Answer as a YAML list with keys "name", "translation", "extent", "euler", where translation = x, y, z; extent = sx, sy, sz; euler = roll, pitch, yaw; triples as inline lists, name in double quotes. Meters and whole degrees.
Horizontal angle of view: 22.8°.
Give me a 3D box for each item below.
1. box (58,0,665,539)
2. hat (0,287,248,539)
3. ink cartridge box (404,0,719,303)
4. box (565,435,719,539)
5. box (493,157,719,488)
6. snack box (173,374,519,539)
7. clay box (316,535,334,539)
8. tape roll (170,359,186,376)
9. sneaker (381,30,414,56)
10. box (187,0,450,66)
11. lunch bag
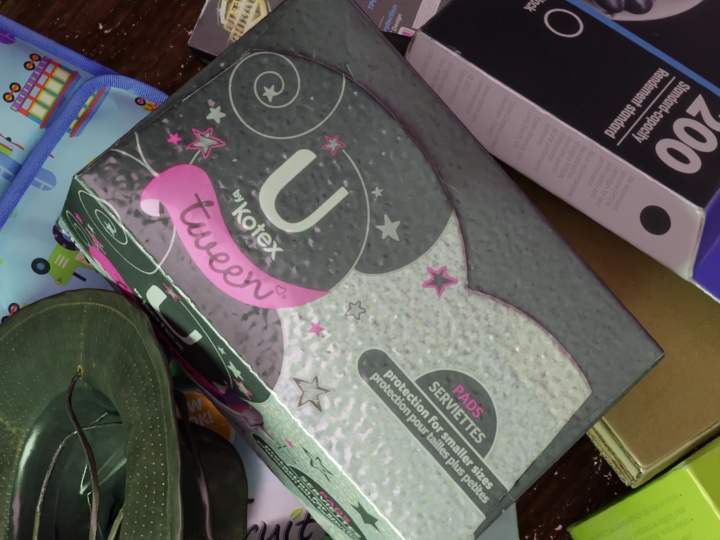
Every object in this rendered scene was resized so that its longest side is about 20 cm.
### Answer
- name: "box"
  translation: [-0.005, 0.007, 0.704]
  extent: [0.132, 0.115, 0.200]
  euler: [-42, 92, -15]
- name: "hat"
  translation: [-0.096, 0.100, 0.729]
  extent: [0.081, 0.201, 0.201]
  euler: [8, 81, -36]
- name: "ink cartridge box"
  translation: [0.148, -0.088, 0.805]
  extent: [0.200, 0.043, 0.198]
  euler: [35, 49, 9]
- name: "box"
  translation: [0.186, 0.180, 0.813]
  extent: [0.048, 0.122, 0.200]
  euler: [-27, 80, -29]
- name: "box"
  translation: [0.152, -0.013, 0.839]
  extent: [0.200, 0.021, 0.164]
  euler: [-29, 70, -25]
- name: "snack box"
  translation: [-0.009, 0.143, 0.842]
  extent: [0.169, 0.068, 0.200]
  euler: [-7, 92, -2]
- name: "clay box"
  translation: [-0.042, 0.181, 0.714]
  extent: [0.115, 0.200, 0.048]
  euler: [-19, 123, 1]
- name: "tape roll"
  translation: [-0.163, 0.039, 0.907]
  extent: [0.200, 0.048, 0.201]
  euler: [-1, 83, 5]
- name: "sneaker"
  translation: [-0.005, -0.082, 0.822]
  extent: [0.200, 0.076, 0.091]
  euler: [-31, 79, -27]
- name: "box"
  translation: [0.023, -0.173, 0.914]
  extent: [0.159, 0.046, 0.200]
  euler: [21, 86, 7]
- name: "lunch bag"
  translation: [-0.147, -0.019, 0.830]
  extent: [0.200, 0.094, 0.151]
  euler: [23, 59, 6]
